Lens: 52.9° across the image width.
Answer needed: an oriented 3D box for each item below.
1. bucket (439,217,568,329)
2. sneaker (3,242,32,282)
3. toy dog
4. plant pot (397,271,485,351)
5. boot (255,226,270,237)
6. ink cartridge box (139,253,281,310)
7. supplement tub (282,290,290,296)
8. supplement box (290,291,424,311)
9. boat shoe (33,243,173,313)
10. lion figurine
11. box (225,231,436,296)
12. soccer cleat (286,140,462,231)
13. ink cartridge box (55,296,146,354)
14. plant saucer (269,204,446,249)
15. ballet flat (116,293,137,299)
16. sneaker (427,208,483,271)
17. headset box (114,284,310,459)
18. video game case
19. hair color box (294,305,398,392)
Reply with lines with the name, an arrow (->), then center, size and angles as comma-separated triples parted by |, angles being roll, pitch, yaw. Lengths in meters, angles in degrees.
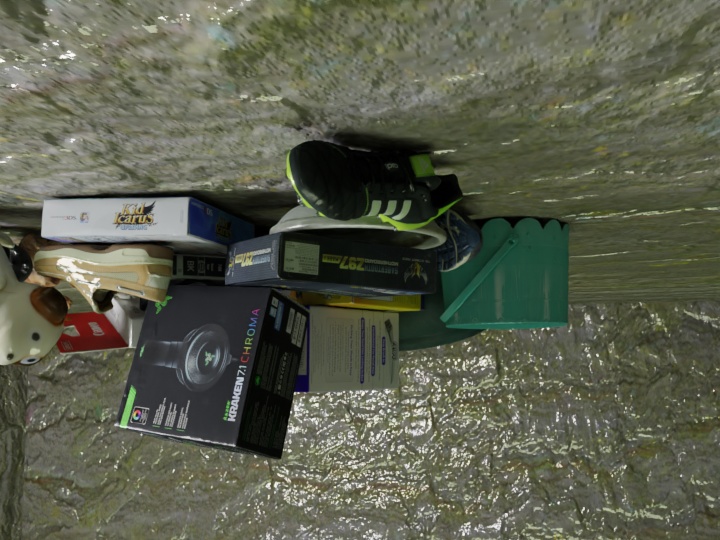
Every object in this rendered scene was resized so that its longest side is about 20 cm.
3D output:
bucket -> 0.203, 0.011, 1.028 | 0.201, 0.139, 0.207 | 0, 172, 0
sneaker -> -0.542, -0.017, 0.994 | 0.194, 0.073, 0.098 | 6, 175, -3
toy dog -> -0.454, 0.037, 0.871 | 0.199, 0.141, 0.194 | 38, -166, 0
plant pot -> 0.100, 0.040, 1.186 | 0.194, 0.138, 0.200 | -11, -175, 1
boot -> -0.177, 0.007, 1.083 | 0.196, 0.067, 0.165 | -7, 145, 33
ink cartridge box -> -0.186, 0.019, 0.947 | 0.194, 0.040, 0.100 | 1, 151, -19
supplement tub -> -0.121, 0.111, 1.121 | 0.196, 0.148, 0.145 | -22, 170, 9
supplement box -> 0.000, 0.000, 1.034 | 0.107, 0.112, 0.198 | -4, 172, 33
boat shoe -> -0.303, 0.010, 0.835 | 0.195, 0.079, 0.071 | 0, 177, 29
lion figurine -> -0.490, -0.007, 1.093 | 0.197, 0.073, 0.123 | 3, 143, 44
box -> -0.035, -0.002, 0.813 | 0.195, 0.053, 0.156 | 7, 174, -31
soccer cleat -> 0.016, -0.077, 0.607 | 0.080, 0.069, 0.198 | -25, 162, 31
ink cartridge box -> -0.336, 0.063, 1.000 | 0.172, 0.046, 0.199 | 0, -170, -31
plant saucer -> -0.003, -0.056, 0.798 | 0.194, 0.052, 0.200 | 0, 173, 0
ballet flat -> -0.316, 0.008, 1.013 | 0.067, 0.065, 0.200 | 9, -167, -2
sneaker -> 0.112, -0.044, 0.897 | 0.083, 0.079, 0.199 | -9, -176, -16
headset box -> -0.176, 0.114, 0.849 | 0.195, 0.179, 0.093 | 1, 160, 30
video game case -> -0.243, -0.048, 0.867 | 0.176, 0.047, 0.200 | -1, 174, 12
hair color box -> -0.026, 0.110, 1.002 | 0.064, 0.113, 0.197 | -5, 171, 40
